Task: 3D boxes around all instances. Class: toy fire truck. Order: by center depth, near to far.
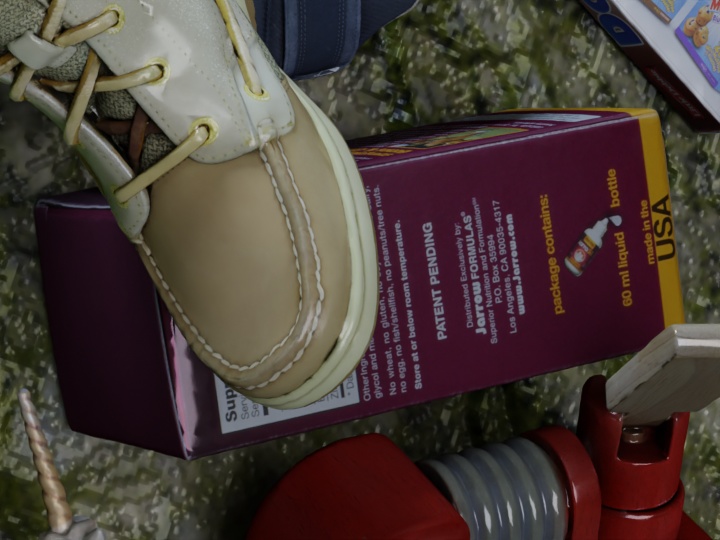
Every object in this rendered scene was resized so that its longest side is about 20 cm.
[{"bbox_3d":[0.056,0.085,0.853,0.175,0.129,0.201,-9,121,-26],"label":"toy fire truck"}]

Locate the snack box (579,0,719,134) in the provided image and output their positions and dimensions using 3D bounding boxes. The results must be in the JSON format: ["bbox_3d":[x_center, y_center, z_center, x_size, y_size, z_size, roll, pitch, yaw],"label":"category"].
[{"bbox_3d":[0.096,-0.146,0.962,0.200,0.024,0.072,45,72,-22],"label":"snack box"}]

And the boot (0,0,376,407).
[{"bbox_3d":[-0.081,-0.058,0.696,0.154,0.072,0.201,18,43,-55],"label":"boot"}]

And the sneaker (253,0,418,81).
[{"bbox_3d":[-0.047,-0.159,0.850,0.145,0.077,0.204,-11,107,-15],"label":"sneaker"}]

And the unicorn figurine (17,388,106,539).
[{"bbox_3d":[-0.106,0.148,0.797,0.074,0.137,0.201,30,90,14],"label":"unicorn figurine"}]

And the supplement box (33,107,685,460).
[{"bbox_3d":[0.000,0.000,0.870,0.199,0.110,0.086,-12,98,-26],"label":"supplement box"}]
